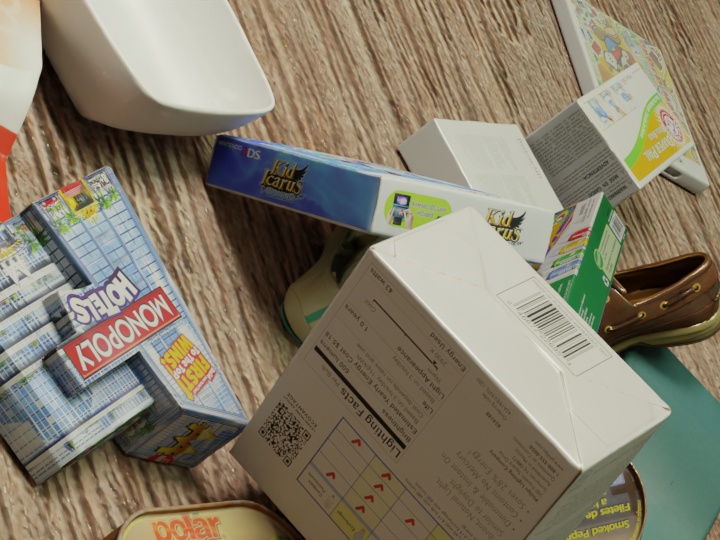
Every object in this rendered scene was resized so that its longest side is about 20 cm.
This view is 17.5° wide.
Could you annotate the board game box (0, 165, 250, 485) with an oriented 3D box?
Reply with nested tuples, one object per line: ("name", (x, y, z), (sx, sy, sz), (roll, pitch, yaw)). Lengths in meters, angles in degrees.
("board game box", (-0.169, 0.051, 1.511), (0.200, 0.062, 0.200), (53, 28, 0))

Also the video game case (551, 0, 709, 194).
("video game case", (0.290, -0.193, 2.512), (0.182, 0.023, 0.201), (25, 39, -42))

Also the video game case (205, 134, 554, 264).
("video game case", (0.014, -0.055, 1.764), (0.181, 0.046, 0.200), (10, 5, -42))

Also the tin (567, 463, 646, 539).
("tin", (0.104, 0.183, 1.656), (0.042, 0.199, 0.113), (75, 3, -63))

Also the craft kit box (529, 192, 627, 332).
("craft kit box", (0.097, 0.036, 1.784), (0.049, 0.197, 0.200), (54, 27, -16))

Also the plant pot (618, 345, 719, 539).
("plant pot", (0.198, 0.173, 1.860), (0.141, 0.141, 0.200), (45, 34, -15))

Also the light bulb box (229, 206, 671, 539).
("light bulb box", (0.055, 0.105, 1.510), (0.198, 0.200, 0.125), (47, 35, 16))

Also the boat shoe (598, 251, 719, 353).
("boat shoe", (0.189, 0.029, 1.845), (0.072, 0.199, 0.068), (-111, -169, -53))

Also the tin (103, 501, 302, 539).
("tin", (-0.093, 0.203, 1.468), (0.200, 0.042, 0.112), (4, 59, -55))

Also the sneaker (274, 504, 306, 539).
("sneaker", (-0.020, 0.180, 1.595), (0.079, 0.074, 0.201), (18, 38, -34))

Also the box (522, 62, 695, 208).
("box", (0.226, -0.112, 2.233), (0.102, 0.112, 0.200), (54, 27, 1))

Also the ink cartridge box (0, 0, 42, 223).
("ink cartridge box", (-0.286, -0.144, 1.564), (0.162, 0.050, 0.201), (30, 33, -36))

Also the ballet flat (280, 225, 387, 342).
("ballet flat", (0.000, 0.000, 1.818), (0.070, 0.069, 0.200), (49, 28, -8))

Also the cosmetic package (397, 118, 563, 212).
("cosmetic package", (0.132, -0.037, 2.072), (0.150, 0.052, 0.201), (-2, 60, -55))

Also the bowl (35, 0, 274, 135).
("bowl", (-0.173, -0.182, 1.740), (0.199, 0.075, 0.201), (-2, 60, -61))
